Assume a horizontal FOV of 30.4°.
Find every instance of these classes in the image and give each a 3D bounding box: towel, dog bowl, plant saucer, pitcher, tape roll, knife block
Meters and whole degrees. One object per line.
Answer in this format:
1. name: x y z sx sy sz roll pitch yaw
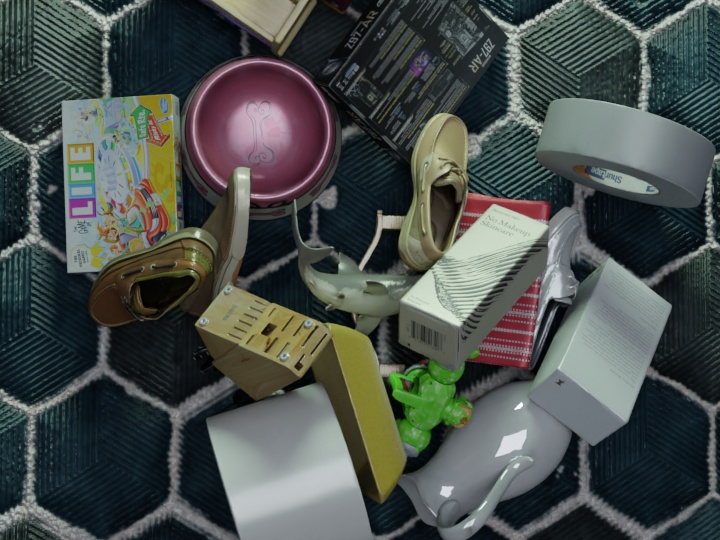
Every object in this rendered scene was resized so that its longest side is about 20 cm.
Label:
1. towel: 0.147 0.009 1.570 0.144 0.022 0.201 6 86 26
2. dog bowl: -0.117 -0.161 1.554 0.199 0.074 0.202 0 88 -6
3. plant saucer: -0.004 0.151 1.492 0.048 0.200 0.201 -16 90 -12
4. pitcher: 0.152 0.225 1.520 0.200 0.172 0.122 -36 110 -6
5. tape roll: 0.306 -0.135 1.537 0.199 0.200 0.067 17 86 -5
6. tape roll: -0.080 0.240 1.477 0.138 0.203 0.204 -16 90 -7
7. knife block: -0.104 0.104 1.473 0.199 0.176 0.064 20 60 33

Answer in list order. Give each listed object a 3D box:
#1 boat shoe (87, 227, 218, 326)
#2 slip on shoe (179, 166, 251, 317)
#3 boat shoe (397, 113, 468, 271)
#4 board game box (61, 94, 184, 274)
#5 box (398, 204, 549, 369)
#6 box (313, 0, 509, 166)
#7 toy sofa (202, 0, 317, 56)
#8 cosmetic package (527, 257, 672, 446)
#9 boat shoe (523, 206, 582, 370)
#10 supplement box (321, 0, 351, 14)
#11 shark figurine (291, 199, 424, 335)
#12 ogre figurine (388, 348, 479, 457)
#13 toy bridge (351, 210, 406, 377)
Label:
1. boat shoe: -0.244 0.020 1.481 0.072 0.200 0.068 39 39 -25
2. slip on shoe: -0.164 -0.029 1.507 0.060 0.076 0.201 9 127 -9
3. boat shoe: 0.098 -0.096 1.521 0.071 0.064 0.201 22 65 -26
4. board game box: -0.275 -0.099 1.538 0.134 0.034 0.201 -3 88 7
5. box: 0.127 0.015 1.463 0.082 0.069 0.200 23 47 25
6. box: 0.062 -0.249 1.557 0.160 0.043 0.200 39 83 -33
7. toy sofa: -0.154 -0.339 1.544 0.199 0.098 0.083 33 83 -5
8. cosmetic package: 0.281 0.092 1.540 0.101 0.071 0.200 37 48 -4
9. boat shoe: 0.223 0.024 1.574 0.068 0.072 0.201 27 84 26
10. supplement box: -0.037 -0.388 1.509 0.131 0.200 0.104 34 84 -3
11. shark figurine: -0.022 0.002 1.522 0.214 0.128 0.090 22 40 -37
12. ogre figurine: 0.078 0.136 1.508 0.098 0.120 0.200 41 107 -8
13. toy bridge: 0.021 0.028 1.584 0.067 0.027 0.201 1 87 -5
